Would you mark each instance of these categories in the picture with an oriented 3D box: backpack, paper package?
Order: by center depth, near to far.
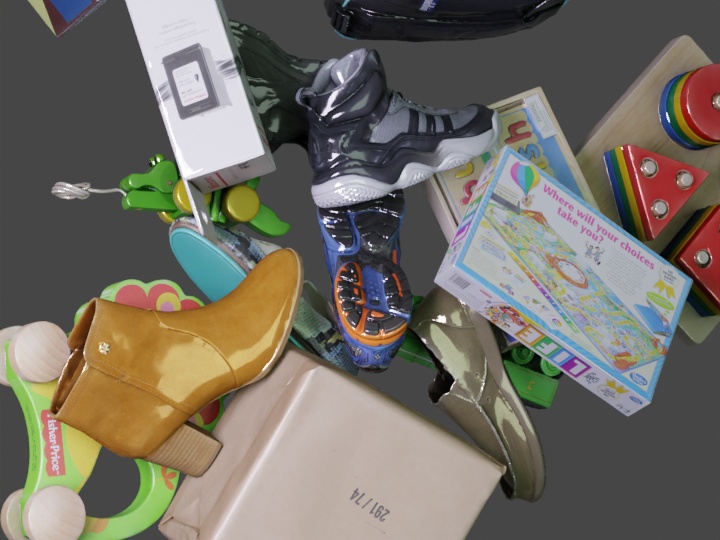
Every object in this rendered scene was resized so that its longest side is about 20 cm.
[{"bbox_3d":[-0.022,0.181,1.662,0.199,0.103,0.192,32,87,-27],"label":"paper package"},{"bbox_3d":[0.080,-0.271,1.750,0.198,0.176,0.155,5,66,-13],"label":"backpack"}]

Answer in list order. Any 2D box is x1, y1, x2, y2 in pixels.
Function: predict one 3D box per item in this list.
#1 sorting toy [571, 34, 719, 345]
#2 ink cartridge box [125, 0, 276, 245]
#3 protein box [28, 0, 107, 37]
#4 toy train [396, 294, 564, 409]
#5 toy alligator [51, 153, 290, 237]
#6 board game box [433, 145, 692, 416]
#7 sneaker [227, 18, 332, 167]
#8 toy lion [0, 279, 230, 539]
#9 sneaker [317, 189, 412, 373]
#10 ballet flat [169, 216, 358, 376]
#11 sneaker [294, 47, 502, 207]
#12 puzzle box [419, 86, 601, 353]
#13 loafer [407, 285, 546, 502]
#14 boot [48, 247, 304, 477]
[{"bbox_3d":[0.300,-0.075,1.879,0.199,0.070,0.200,47,70,-11],"label":"sorting toy"},{"bbox_3d":[-0.115,-0.127,1.618,0.066,0.116,0.202,-18,86,1],"label":"ink cartridge box"},{"bbox_3d":[-0.207,-0.331,1.662,0.200,0.135,0.199,-41,100,-21],"label":"protein box"},{"bbox_3d":[0.082,0.065,1.789,0.199,0.042,0.057,21,86,-19],"label":"toy train"},{"bbox_3d":[-0.147,-0.069,1.697,0.198,0.059,0.055,11,77,-21],"label":"toy alligator"},{"bbox_3d":[0.168,0.008,1.735,0.199,0.034,0.135,35,54,-12],"label":"board game box"},{"bbox_3d":[-0.087,-0.144,1.726,0.199,0.076,0.092,20,80,-18],"label":"sneaker"},{"bbox_3d":[-0.188,0.109,1.664,0.190,0.068,0.202,-3,85,-30],"label":"toy lion"},{"bbox_3d":[0.000,0.000,1.718,0.075,0.079,0.201,3,45,-4],"label":"sneaker"},{"bbox_3d":[-0.072,0.020,1.720,0.074,0.074,0.200,-46,106,-21],"label":"ballet flat"},{"bbox_3d":[0.031,-0.129,1.717,0.199,0.075,0.115,-24,100,-38],"label":"sneaker"},{"bbox_3d":[0.135,-0.045,1.800,0.132,0.025,0.201,-22,78,-19],"label":"puzzle box"},{"bbox_3d":[0.092,0.104,1.746,0.067,0.076,0.201,-24,98,-8],"label":"loafer"},{"bbox_3d":[-0.139,0.048,1.612,0.143,0.071,0.202,30,84,-30],"label":"boot"}]
